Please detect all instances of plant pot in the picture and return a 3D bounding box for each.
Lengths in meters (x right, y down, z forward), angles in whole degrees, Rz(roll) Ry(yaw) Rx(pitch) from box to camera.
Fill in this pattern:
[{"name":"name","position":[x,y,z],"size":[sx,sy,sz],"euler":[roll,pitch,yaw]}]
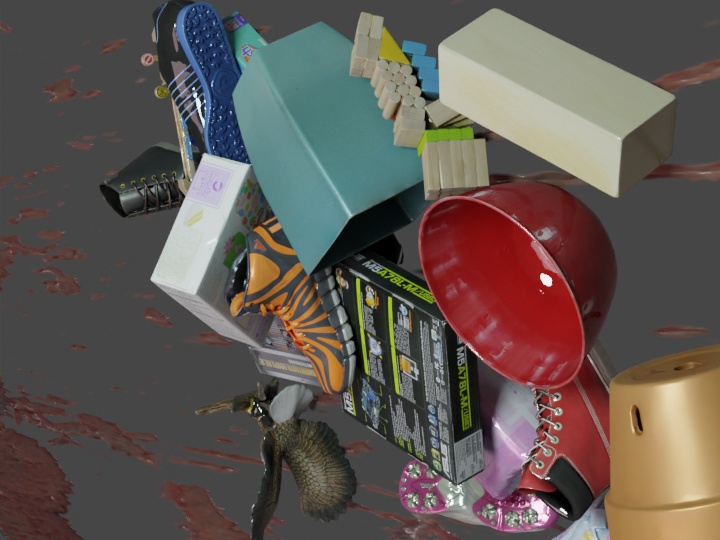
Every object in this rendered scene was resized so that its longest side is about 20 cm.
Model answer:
[{"name":"plant pot","position":[0.294,0.145,1.383],"size":[0.200,0.199,0.141],"euler":[-8,98,57]},{"name":"plant pot","position":[-0.030,-0.131,1.609],"size":[0.201,0.141,0.141],"euler":[57,151,10]}]

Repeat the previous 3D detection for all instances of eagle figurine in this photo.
[{"name":"eagle figurine","position":[-0.099,0.243,2.087],"size":[0.151,0.151,0.201],"euler":[24,-137,-77]}]

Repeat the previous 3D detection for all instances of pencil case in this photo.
[{"name":"pencil case","position":[0.240,0.297,1.702],"size":[0.090,0.083,0.200],"euler":[31,148,-3]}]

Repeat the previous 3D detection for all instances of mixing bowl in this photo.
[{"name":"mixing bowl","position":[0.160,-0.005,1.486],"size":[0.200,0.108,0.201],"euler":[37,147,30]}]

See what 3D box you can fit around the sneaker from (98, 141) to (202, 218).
[{"name":"sneaker","position":[-0.223,-0.094,1.951],"size":[0.199,0.106,0.075],"euler":[13,131,50]}]

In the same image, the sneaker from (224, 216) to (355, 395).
[{"name":"sneaker","position":[-0.078,0.045,1.673],"size":[0.077,0.111,0.202],"euler":[7,116,61]}]

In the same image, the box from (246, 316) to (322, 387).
[{"name":"box","position":[-0.079,0.058,1.957],"size":[0.199,0.048,0.159],"euler":[7,126,53]}]

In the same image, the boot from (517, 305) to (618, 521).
[{"name":"boot","position":[0.179,0.132,1.563],"size":[0.201,0.144,0.072],"euler":[55,152,2]}]

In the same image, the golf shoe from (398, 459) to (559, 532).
[{"name":"golf shoe","position":[0.143,0.252,1.827],"size":[0.199,0.076,0.091],"euler":[8,169,35]}]

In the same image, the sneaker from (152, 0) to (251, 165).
[{"name":"sneaker","position":[-0.166,-0.191,1.726],"size":[0.078,0.070,0.202],"euler":[15,124,50]}]

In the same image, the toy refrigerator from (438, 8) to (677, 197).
[{"name":"toy refrigerator","position":[0.163,-0.142,1.376],"size":[0.199,0.076,0.070],"euler":[33,144,33]}]

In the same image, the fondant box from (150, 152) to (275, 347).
[{"name":"fondant box","position":[-0.133,-0.018,1.719],"size":[0.058,0.145,0.200],"euler":[17,167,21]}]

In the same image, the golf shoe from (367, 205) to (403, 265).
[{"name":"golf shoe","position":[0.000,0.000,1.755],"size":[0.094,0.078,0.201],"euler":[31,144,35]}]

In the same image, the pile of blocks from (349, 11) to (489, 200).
[{"name":"pile of blocks","position":[0.056,-0.152,1.534],"size":[0.201,0.082,0.062],"euler":[61,166,9]}]

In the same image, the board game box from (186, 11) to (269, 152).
[{"name":"board game box","position":[-0.118,-0.163,1.790],"size":[0.152,0.045,0.200],"euler":[46,149,15]}]

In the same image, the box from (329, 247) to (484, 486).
[{"name":"box","position":[0.044,0.094,1.669],"size":[0.193,0.047,0.201],"euler":[31,136,47]}]

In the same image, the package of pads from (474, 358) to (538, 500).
[{"name":"package of pads","position":[0.117,0.136,1.725],"size":[0.200,0.075,0.121],"euler":[48,147,12]}]

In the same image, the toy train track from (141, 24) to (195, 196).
[{"name":"toy train track","position":[-0.218,-0.182,1.860],"size":[0.115,0.032,0.202],"euler":[-178,77,-69]}]
